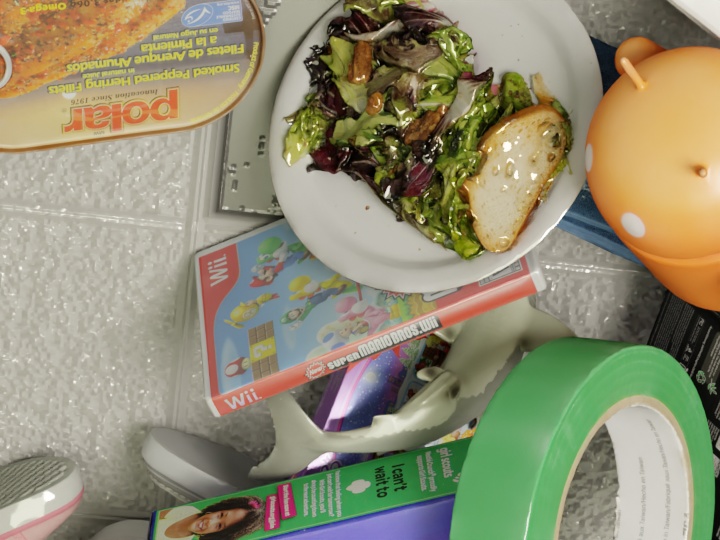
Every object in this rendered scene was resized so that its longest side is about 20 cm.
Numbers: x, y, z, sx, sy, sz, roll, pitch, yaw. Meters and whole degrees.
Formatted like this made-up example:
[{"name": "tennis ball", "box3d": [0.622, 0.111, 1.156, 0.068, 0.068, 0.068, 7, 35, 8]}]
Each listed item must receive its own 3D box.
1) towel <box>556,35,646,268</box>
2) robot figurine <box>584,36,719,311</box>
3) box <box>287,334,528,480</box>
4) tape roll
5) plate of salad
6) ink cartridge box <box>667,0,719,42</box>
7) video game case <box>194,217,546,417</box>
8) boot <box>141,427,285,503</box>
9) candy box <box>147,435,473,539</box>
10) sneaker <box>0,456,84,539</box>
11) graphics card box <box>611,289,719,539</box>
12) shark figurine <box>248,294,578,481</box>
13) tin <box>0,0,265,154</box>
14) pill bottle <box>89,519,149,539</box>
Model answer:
[{"name": "towel", "box3d": [0.190, -0.053, 1.140, 0.198, 0.049, 0.112, 25, 106, -12]}, {"name": "robot figurine", "box3d": [0.187, -0.049, 1.024, 0.116, 0.200, 0.145, 7, 77, 27]}, {"name": "box", "box3d": [0.032, 0.123, 1.157, 0.136, 0.039, 0.202, 25, 81, -12]}, {"name": "tape roll", "box3d": [0.123, 0.139, 1.027, 0.048, 0.200, 0.202, 5, 116, 37]}, {"name": "plate of salad", "box3d": [0.036, -0.087, 1.061, 0.198, 0.048, 0.202, -7, 71, 20]}, {"name": "ink cartridge box", "box3d": [0.260, -0.204, 1.035, 0.146, 0.146, 0.201, 34, 104, -15]}, {"name": "video game case", "box3d": [0.000, 0.000, 1.095, 0.198, 0.144, 0.018, -22, 125, 7]}, {"name": "boot", "box3d": [-0.065, 0.181, 1.197, 0.199, 0.074, 0.096, 29, 99, -14]}, {"name": "candy box", "box3d": [-0.004, 0.200, 1.077, 0.198, 0.077, 0.171, -14, 112, 1]}, {"name": "sneaker", "box3d": [-0.240, 0.195, 1.192, 0.199, 0.075, 0.105, -26, 105, 15]}, {"name": "graphics card box", "box3d": [0.236, 0.105, 1.090, 0.050, 0.200, 0.127, -9, 128, -35]}, {"name": "shark figurine", "box3d": [0.045, 0.073, 1.108, 0.214, 0.128, 0.090, -40, 152, -21]}, {"name": "tin", "box3d": [-0.154, -0.128, 1.083, 0.198, 0.042, 0.113, -7, 120, -6]}, {"name": "pill bottle", "box3d": [-0.154, 0.235, 1.139, 0.111, 0.200, 0.113, 3, 112, 8]}]
